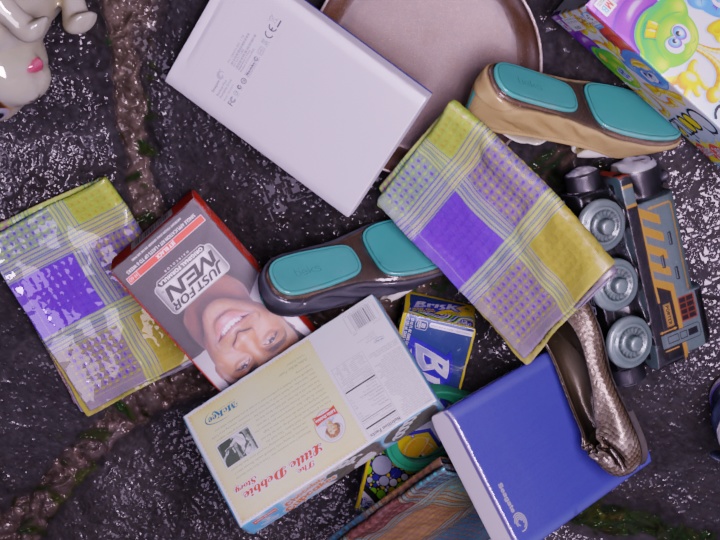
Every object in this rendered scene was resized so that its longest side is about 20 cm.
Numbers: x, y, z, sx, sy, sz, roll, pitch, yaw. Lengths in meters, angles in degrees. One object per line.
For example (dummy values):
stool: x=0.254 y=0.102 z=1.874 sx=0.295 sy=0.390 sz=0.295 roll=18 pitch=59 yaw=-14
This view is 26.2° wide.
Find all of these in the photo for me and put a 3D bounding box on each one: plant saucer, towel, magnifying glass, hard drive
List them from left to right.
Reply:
towel: x=-0.243 y=0.025 z=1.424 sx=0.143 sy=0.023 sz=0.200 roll=-23 pitch=105 yaw=12
hard drive: x=-0.055 y=-0.156 z=1.319 sx=0.200 sy=0.025 sz=0.132 roll=37 pitch=117 yaw=4
plant saucer: x=0.056 y=-0.180 z=1.330 sx=0.200 sy=0.032 sz=0.201 roll=1 pitch=109 yaw=4
towel: x=0.079 y=0.218 z=1.387 sx=0.147 sy=0.200 sz=0.022 roll=-40 pitch=59 yaw=24
magnifying glass: x=0.107 y=0.129 z=1.384 sx=0.200 sy=0.022 sz=0.080 roll=-10 pitch=117 yaw=-24
towel: x=0.109 y=-0.031 z=1.287 sx=0.200 sy=0.023 sz=0.144 roll=49 pitch=135 yaw=7
hard drive: x=0.161 y=0.146 z=1.337 sx=0.025 sy=0.200 sz=0.132 roll=-30 pitch=86 yaw=46

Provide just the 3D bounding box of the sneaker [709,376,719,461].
sneaker: x=0.405 y=0.155 z=1.356 sx=0.200 sy=0.146 sz=0.081 roll=16 pitch=109 yaw=-1

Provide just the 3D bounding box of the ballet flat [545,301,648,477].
ballet flat: x=0.183 y=0.083 z=1.321 sx=0.046 sy=0.067 sz=0.200 roll=-20 pitch=82 yaw=-21

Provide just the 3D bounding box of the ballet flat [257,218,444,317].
ballet flat: x=0.000 y=0.000 z=1.366 sx=0.200 sy=0.073 sz=0.073 roll=-15 pitch=109 yaw=-23

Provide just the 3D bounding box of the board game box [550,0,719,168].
board game box: x=0.272 y=-0.183 z=1.263 sx=0.200 sy=0.105 sz=0.103 roll=40 pitch=88 yaw=-9

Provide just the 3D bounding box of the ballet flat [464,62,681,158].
ballet flat: x=0.177 y=-0.129 z=1.313 sx=0.200 sy=0.069 sz=0.063 roll=13 pitch=139 yaw=-23

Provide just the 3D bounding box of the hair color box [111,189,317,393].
hair color box: x=-0.121 y=0.037 z=1.387 sx=0.101 sy=0.061 sz=0.200 roll=-41 pitch=104 yaw=1

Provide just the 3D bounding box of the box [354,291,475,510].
box: x=0.051 y=0.125 z=1.415 sx=0.070 sy=0.064 sz=0.200 roll=13 pitch=109 yaw=0

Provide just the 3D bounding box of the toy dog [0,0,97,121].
toy dog: x=-0.320 y=-0.222 z=1.290 sx=0.194 sy=0.140 sz=0.200 roll=1 pitch=109 yaw=17

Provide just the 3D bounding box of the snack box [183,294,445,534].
snack box: x=-0.041 y=0.123 z=1.331 sx=0.200 sy=0.037 sz=0.116 roll=-33 pitch=65 yaw=3

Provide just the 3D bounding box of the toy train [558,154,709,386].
toy train: x=0.233 y=-0.002 z=1.347 sx=0.114 sy=0.085 sz=0.200 roll=-20 pitch=103 yaw=-21
